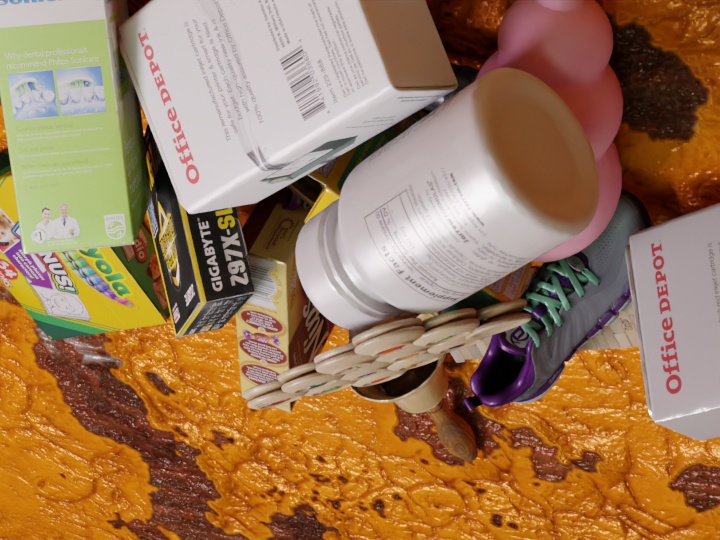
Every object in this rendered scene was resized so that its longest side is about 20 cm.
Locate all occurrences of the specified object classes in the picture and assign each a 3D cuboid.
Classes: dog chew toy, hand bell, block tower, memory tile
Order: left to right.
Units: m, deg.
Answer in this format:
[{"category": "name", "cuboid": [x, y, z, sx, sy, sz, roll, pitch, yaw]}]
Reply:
[{"category": "memory tile", "cuboid": [0.018, 0.064, 0.959, 0.199, 0.152, 0.017, -30, 73, 50]}, {"category": "hand bell", "cuboid": [0.070, 0.129, 1.241, 0.103, 0.105, 0.201, 0, 144, 30]}, {"category": "dog chew toy", "cuboid": [0.129, -0.106, 0.919, 0.123, 0.125, 0.202, 15, 131, 15]}, {"category": "block tower", "cuboid": [0.159, 0.032, 1.095, 0.198, 0.054, 0.058, -10, 127, 36]}]

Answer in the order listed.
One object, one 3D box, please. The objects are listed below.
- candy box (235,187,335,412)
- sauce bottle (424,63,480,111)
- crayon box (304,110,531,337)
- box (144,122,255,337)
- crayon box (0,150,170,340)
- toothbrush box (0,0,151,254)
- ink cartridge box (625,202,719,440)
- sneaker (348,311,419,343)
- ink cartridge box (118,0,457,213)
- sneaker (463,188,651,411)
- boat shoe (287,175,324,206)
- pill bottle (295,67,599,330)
[{"category": "candy box", "cuboid": [-0.065, 0.016, 1.157, 0.056, 0.117, 0.202, 15, 138, 14]}, {"category": "sauce bottle", "cuboid": [-0.007, -0.160, 0.971, 0.197, 0.066, 0.067, 19, 140, 15]}, {"category": "crayon box", "cuboid": [0.044, -0.055, 1.011, 0.198, 0.126, 0.052, 33, 140, -5]}, {"category": "box", "cuboid": [-0.138, -0.039, 1.070, 0.049, 0.162, 0.200, -10, 173, -15]}, {"category": "crayon box", "cuboid": [-0.293, -0.027, 1.287, 0.171, 0.059, 0.201, -8, 128, 36]}, {"category": "toothbrush box", "cuboid": [-0.211, -0.130, 0.965, 0.085, 0.146, 0.203, -6, 106, -3]}, {"category": "ink cartridge box", "cuboid": [0.296, 0.022, 0.907, 0.198, 0.147, 0.084, -20, 152, 35]}, {"category": "sneaker", "cuboid": [0.000, 0.000, 1.060, 0.075, 0.200, 0.092, -38, 103, 9]}, {"category": "ink cartridge box", "cuboid": [-0.054, -0.145, 0.886, 0.198, 0.084, 0.148, -25, 83, 35]}, {"category": "sneaker", "cuboid": [0.151, 0.031, 1.002, 0.074, 0.087, 0.202, 38, 117, 21]}, {"category": "boat shoe", "cuboid": [-0.082, -0.129, 1.051, 0.199, 0.068, 0.072, 40, 139, -14]}, {"category": "pill bottle", "cuboid": [0.050, -0.037, 0.863, 0.114, 0.115, 0.199, 42, 135, -17]}]
